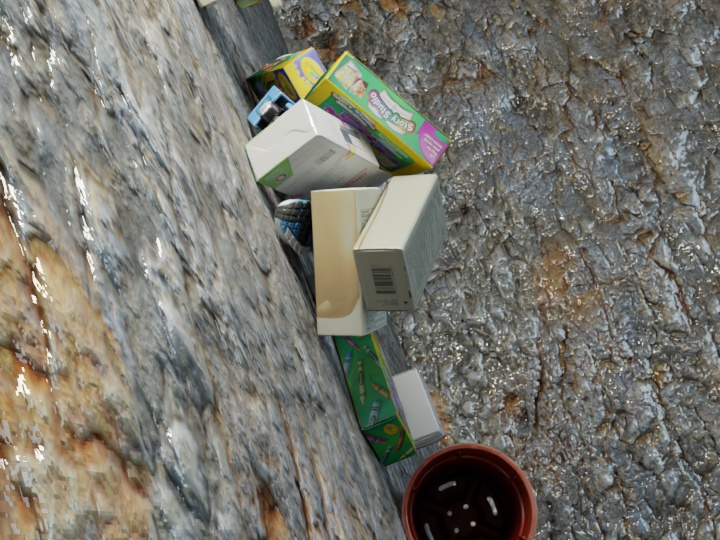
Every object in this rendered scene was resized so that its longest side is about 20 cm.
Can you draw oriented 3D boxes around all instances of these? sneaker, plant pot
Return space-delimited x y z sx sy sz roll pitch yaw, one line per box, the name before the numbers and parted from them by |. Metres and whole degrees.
sneaker | -0.088 -0.066 1.341 0.086 0.075 0.200 26 0 23
plant pot | 0.165 0.385 1.459 0.195 0.200 0.201 83 -13 -72

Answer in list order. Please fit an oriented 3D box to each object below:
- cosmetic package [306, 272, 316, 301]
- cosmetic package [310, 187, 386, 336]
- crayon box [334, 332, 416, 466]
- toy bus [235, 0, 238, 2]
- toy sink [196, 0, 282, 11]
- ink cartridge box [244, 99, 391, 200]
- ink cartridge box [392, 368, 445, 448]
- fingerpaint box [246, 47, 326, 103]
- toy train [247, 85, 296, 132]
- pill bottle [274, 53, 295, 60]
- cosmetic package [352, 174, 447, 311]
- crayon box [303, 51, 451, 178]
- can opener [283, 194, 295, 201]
cosmetic package | 0.000 0.000 1.481 0.200 0.150 0.052 -35 101 -87
cosmetic package | -0.015 -0.014 1.288 0.105 0.071 0.201 -12 100 -69
crayon box | 0.021 0.183 1.425 0.119 0.058 0.200 64 5 -47
toy bus | -0.272 -0.663 2.087 0.200 0.065 0.079 61 8 -66
toy sink | -0.214 -0.470 1.409 0.200 0.112 0.130 62 5 -21
ink cartridge box | -0.056 -0.157 1.331 0.200 0.117 0.067 20 42 -55
ink cartridge box | 0.117 0.303 1.997 0.200 0.083 0.147 57 12 -74
fingerpaint box | -0.097 -0.279 1.639 0.167 0.073 0.200 8 -47 60
toy train | -0.083 -0.201 1.450 0.200 0.087 0.114 37 9 -27
pill bottle | -0.134 -0.372 2.039 0.112 0.112 0.200 63 5 -57
cosmetic package | 0.059 -0.041 1.282 0.200 0.073 0.104 -63 146 -52
crayon box | 0.020 -0.225 1.388 0.200 0.058 0.173 38 -12 -12
can opener | -0.104 -0.145 1.505 0.053 0.066 0.200 -63 -146 30
